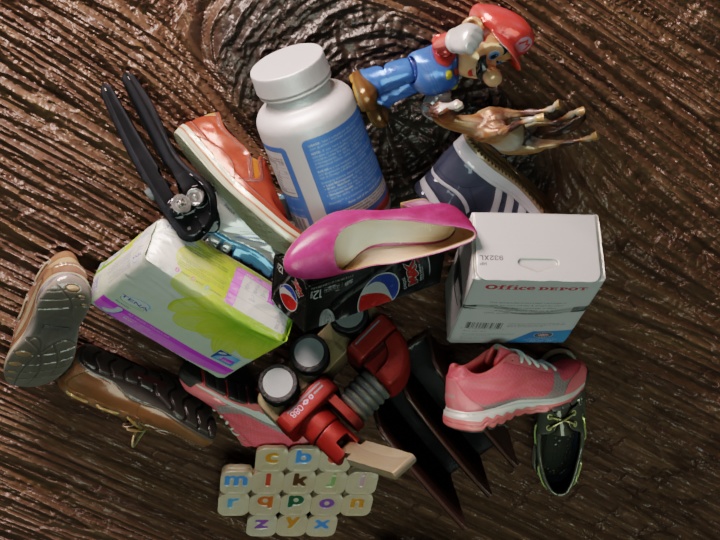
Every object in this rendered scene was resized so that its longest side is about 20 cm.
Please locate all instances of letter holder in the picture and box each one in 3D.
[{"bbox_3d":[0.104,0.201,1.647,0.101,0.142,0.200,-33,117,11],"label":"letter holder"}]

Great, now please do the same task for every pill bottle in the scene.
[{"bbox_3d":[-0.046,-0.139,1.456,0.112,0.112,0.200,-18,120,3],"label":"pill bottle"}]

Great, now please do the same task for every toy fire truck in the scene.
[{"bbox_3d":[0.002,0.148,1.537,0.176,0.129,0.200,-44,75,-11],"label":"toy fire truck"}]

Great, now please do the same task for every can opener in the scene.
[{"bbox_3d":[-0.219,-0.119,1.448,0.063,0.079,0.200,-35,95,-13],"label":"can opener"}]

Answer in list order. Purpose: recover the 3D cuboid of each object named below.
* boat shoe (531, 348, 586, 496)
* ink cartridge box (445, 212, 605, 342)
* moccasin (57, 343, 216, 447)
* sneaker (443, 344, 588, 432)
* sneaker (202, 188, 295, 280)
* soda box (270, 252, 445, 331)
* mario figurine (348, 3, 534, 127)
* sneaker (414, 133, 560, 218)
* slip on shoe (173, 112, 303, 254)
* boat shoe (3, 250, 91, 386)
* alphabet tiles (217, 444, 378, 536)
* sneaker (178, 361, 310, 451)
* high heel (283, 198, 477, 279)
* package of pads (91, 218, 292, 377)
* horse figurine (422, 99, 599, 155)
[{"bbox_3d":[0.254,0.195,1.710,0.072,0.060,0.202,-4,119,-5],"label":"boat shoe"},{"bbox_3d":[0.181,0.011,1.525,0.145,0.084,0.200,1,157,-5],"label":"ink cartridge box"},{"bbox_3d":[-0.267,0.163,1.620,0.201,0.074,0.078,24,122,-22],"label":"moccasin"},{"bbox_3d":[0.186,0.125,1.584,0.200,0.074,0.087,-15,106,-26],"label":"sneaker"},{"bbox_3d":[-0.093,-0.038,1.532,0.200,0.075,0.087,29,106,-21],"label":"sneaker"},{"bbox_3d":[0.000,0.000,1.510,0.200,0.071,0.063,-19,132,-33],"label":"soda box"},{"bbox_3d":[0.095,-0.208,1.436,0.200,0.123,0.106,-24,107,11],"label":"mario figurine"},{"bbox_3d":[0.150,-0.065,1.549,0.108,0.070,0.200,-41,118,19],"label":"sneaker"},{"bbox_3d":[-0.119,-0.094,1.454,0.061,0.074,0.200,-39,77,-14],"label":"slip on shoe"},{"bbox_3d":[-0.360,0.058,1.552,0.076,0.072,0.200,15,130,-28],"label":"boat shoe"},{"bbox_3d":[-0.081,0.281,1.716,0.200,0.015,0.196,2,136,-8],"label":"alphabet tiles"},{"bbox_3d":[-0.141,0.178,1.643,0.200,0.074,0.087,26,116,-19],"label":"sneaker"},{"bbox_3d":[0.022,-0.025,1.413,0.200,0.096,0.067,-15,115,-28],"label":"high heel"},{"bbox_3d":[-0.188,0.035,1.525,0.200,0.068,0.154,32,143,-22],"label":"package of pads"},{"bbox_3d":[0.176,-0.158,1.468,0.132,0.200,0.050,-7,85,35],"label":"horse figurine"}]
